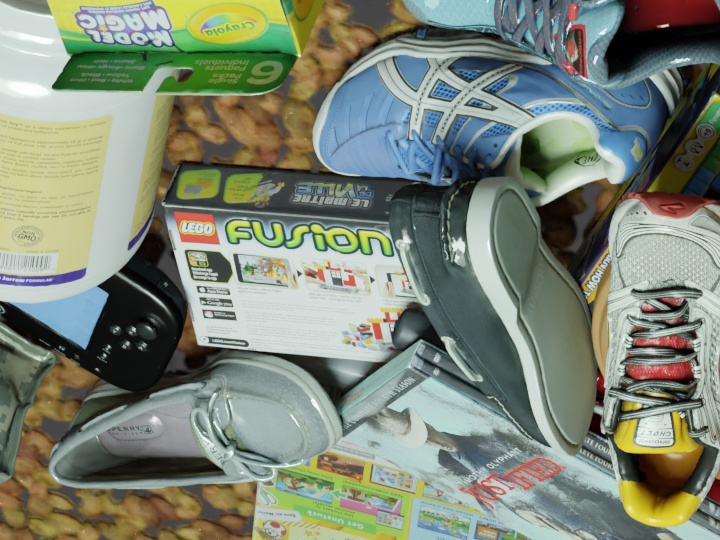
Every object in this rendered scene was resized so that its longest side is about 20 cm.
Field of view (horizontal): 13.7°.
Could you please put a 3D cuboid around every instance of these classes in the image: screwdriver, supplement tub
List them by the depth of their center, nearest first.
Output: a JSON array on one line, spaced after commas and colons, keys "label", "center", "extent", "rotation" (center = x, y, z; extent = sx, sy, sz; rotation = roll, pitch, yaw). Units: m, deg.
[{"label": "supplement tub", "center": [-0.162, -0.098, 1.490], "extent": [0.145, 0.146, 0.201], "rotation": [19, 137, 3]}, {"label": "screwdriver", "center": [0.110, 0.066, 1.579], "extent": [0.199, 0.028, 0.029], "rotation": [21, 166, 4]}]

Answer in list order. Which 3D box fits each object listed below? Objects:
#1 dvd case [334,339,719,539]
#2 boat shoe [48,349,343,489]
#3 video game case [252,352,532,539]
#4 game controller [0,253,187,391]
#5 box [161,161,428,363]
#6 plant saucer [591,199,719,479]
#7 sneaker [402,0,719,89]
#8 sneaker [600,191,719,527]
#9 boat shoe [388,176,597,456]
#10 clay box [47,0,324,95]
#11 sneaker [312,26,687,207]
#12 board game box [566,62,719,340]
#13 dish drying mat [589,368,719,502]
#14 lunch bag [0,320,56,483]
[{"label": "dvd case", "center": [0.090, 0.108, 1.624], "extent": [0.199, 0.022, 0.146], "rotation": [30, 157, -10]}, {"label": "boat shoe", "center": [-0.094, 0.093, 1.691], "extent": [0.201, 0.065, 0.075], "rotation": [-3, 125, 42]}, {"label": "video game case", "center": [0.039, 0.124, 1.727], "extent": [0.199, 0.023, 0.183], "rotation": [14, 137, 6]}, {"label": "game controller", "center": [-0.188, -0.006, 1.655], "extent": [0.199, 0.042, 0.105], "rotation": [32, 136, 2]}, {"label": "box", "center": [0.000, 0.000, 1.606], "extent": [0.199, 0.035, 0.110], "rotation": [5, 135, 17]}, {"label": "plant saucer", "center": [0.210, 0.048, 1.489], "extent": [0.199, 0.038, 0.201], "rotation": [11, 137, 10]}, {"label": "sneaker", "center": [0.104, -0.130, 1.387], "extent": [0.199, 0.096, 0.080], "rotation": [0, 133, 22]}, {"label": "sneaker", "center": [0.152, 0.043, 1.418], "extent": [0.077, 0.082, 0.201], "rotation": [6, 136, 15]}, {"label": "boat shoe", "center": [0.069, 0.021, 1.488], "extent": [0.060, 0.076, 0.201], "rotation": [3, 140, 25]}, {"label": "clay box", "center": [-0.064, -0.159, 1.348], "extent": [0.114, 0.201, 0.048], "rotation": [1, 134, 20]}, {"label": "sneaker", "center": [0.060, -0.072, 1.478], "extent": [0.199, 0.077, 0.076], "rotation": [-9, 132, 31]}, {"label": "board game box", "center": [0.209, -0.007, 1.500], "extent": [0.165, 0.057, 0.200], "rotation": [26, 137, -4]}, {"label": "dish drying mat", "center": [0.177, 0.124, 1.654], "extent": [0.200, 0.018, 0.077], "rotation": [35, 132, -25]}, {"label": "lunch bag", "center": [-0.308, 0.066, 1.737], "extent": [0.199, 0.118, 0.164], "rotation": [32, 138, -19]}]
